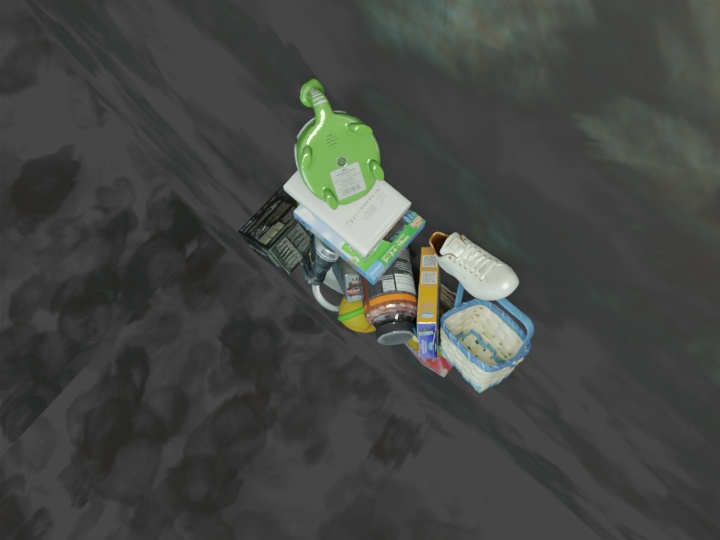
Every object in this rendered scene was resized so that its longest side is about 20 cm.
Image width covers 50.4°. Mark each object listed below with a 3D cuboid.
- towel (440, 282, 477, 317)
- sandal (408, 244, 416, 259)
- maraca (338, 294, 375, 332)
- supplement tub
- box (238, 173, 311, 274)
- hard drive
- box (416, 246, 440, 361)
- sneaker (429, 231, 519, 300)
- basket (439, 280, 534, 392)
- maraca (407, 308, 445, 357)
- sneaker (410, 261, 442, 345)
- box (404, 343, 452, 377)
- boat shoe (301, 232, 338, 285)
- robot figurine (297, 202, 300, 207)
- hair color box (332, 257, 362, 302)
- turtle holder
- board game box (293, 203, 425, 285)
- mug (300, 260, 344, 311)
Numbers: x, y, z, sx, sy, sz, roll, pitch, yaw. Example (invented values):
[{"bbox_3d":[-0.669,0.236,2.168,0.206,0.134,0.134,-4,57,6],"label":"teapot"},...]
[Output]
[{"bbox_3d":[0.196,0.080,1.689,0.200,0.035,0.132,45,170,-14],"label":"towel"},{"bbox_3d":[0.066,-0.040,1.654,0.075,0.045,0.200,46,168,-10],"label":"sandal"},{"bbox_3d":[0.025,0.076,1.699,0.200,0.136,0.108,-20,-88,-66],"label":"maraca"},{"bbox_3d":[0.051,0.035,1.451,0.107,0.105,0.203,68,-167,-66],"label":"supplement tub"},{"bbox_3d":[-0.157,-0.111,1.757,0.163,0.200,0.086,26,159,51],"label":"box"},{"bbox_3d":[-0.024,-0.135,1.396,0.199,0.132,0.027,40,168,10],"label":"hard drive"},{"bbox_3d":[0.130,0.070,1.454,0.041,0.202,0.120,2,142,9],"label":"box"},{"bbox_3d":[0.181,-0.013,1.299,0.085,0.073,0.199,47,169,-36],"label":"sneaker"},{"bbox_3d":[0.235,0.113,1.444,0.177,0.138,0.201,48,149,30],"label":"basket"},{"bbox_3d":[0.159,0.141,1.661,0.200,0.107,0.137,45,-167,6],"label":"maraca"},{"bbox_3d":[0.111,0.062,1.560,0.201,0.073,0.082,60,-156,13],"label":"sneaker"},{"bbox_3d":[0.163,0.158,1.912,0.200,0.103,0.094,48,167,-32],"label":"box"},{"bbox_3d":[-0.086,-0.049,1.630,0.070,0.091,0.201,28,-157,-12],"label":"boat shoe"},{"bbox_3d":[-0.047,-0.123,1.557,0.199,0.116,0.176,40,176,14],"label":"robot figurine"},{"bbox_3d":[0.000,0.000,1.621,0.200,0.098,0.061,-121,26,-69],"label":"hair color box"},{"bbox_3d":[-0.054,-0.201,1.253,0.185,0.141,0.132,38,-172,-26],"label":"turtle holder"},{"bbox_3d":[-0.002,-0.095,1.420,0.199,0.152,0.037,39,167,12],"label":"board game box"},{"bbox_3d":[-0.043,0.000,1.790,0.175,0.202,0.147,40,150,-25],"label":"mug"}]
